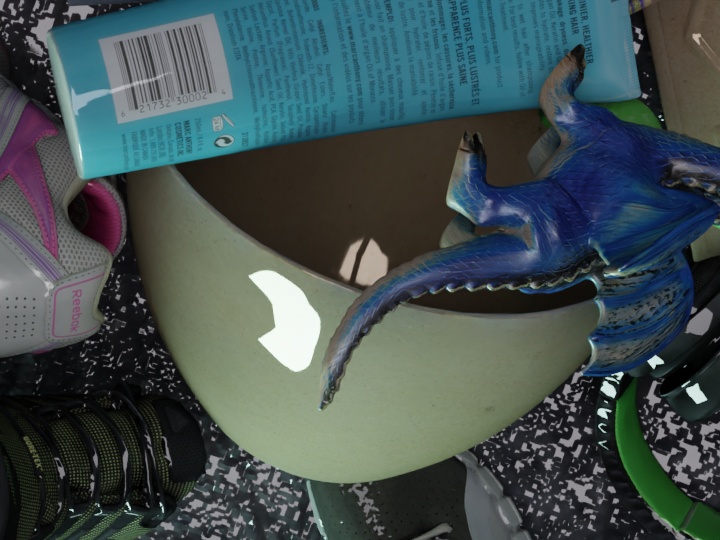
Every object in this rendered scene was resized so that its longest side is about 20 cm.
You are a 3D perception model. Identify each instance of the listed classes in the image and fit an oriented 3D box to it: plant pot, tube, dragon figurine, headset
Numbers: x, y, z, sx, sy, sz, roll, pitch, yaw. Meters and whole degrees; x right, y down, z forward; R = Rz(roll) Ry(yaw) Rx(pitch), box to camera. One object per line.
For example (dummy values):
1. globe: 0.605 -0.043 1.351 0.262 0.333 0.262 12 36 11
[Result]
1. plant pot: 0.000 0.000 0.930 0.199 0.201 0.135 19 127 -1
2. tube: -0.003 -0.076 0.831 0.199 0.050 0.078 -12 115 -9
3. dragon figurine: 0.079 -0.008 0.800 0.099 0.200 0.059 35 141 21
4. headset: 0.167 0.031 0.951 0.123 0.094 0.201 29 131 12

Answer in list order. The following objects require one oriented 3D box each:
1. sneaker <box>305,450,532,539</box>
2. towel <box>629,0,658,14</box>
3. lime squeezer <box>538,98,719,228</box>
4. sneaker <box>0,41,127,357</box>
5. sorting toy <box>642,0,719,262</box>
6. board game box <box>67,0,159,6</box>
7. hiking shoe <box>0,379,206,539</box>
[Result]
1. sneaker: 0.046 0.143 0.963 0.075 0.116 0.200 -34 94 5
2. towel: 0.047 -0.143 0.922 0.199 0.023 0.144 -26 63 -15
3. lime squeezer: 0.097 -0.063 0.906 0.070 0.200 0.038 -11 134 -24
4. sneaker: -0.132 -0.024 0.921 0.088 0.200 0.082 3 125 -11
5. sorting toy: 0.205 -0.070 0.950 0.184 0.036 0.201 -10 100 30
6. board game box: -0.011 -0.199 0.880 0.198 0.043 0.201 -2 81 -2
7. hiking shoe: -0.112 0.067 0.923 0.100 0.200 0.076 -22 81 0
